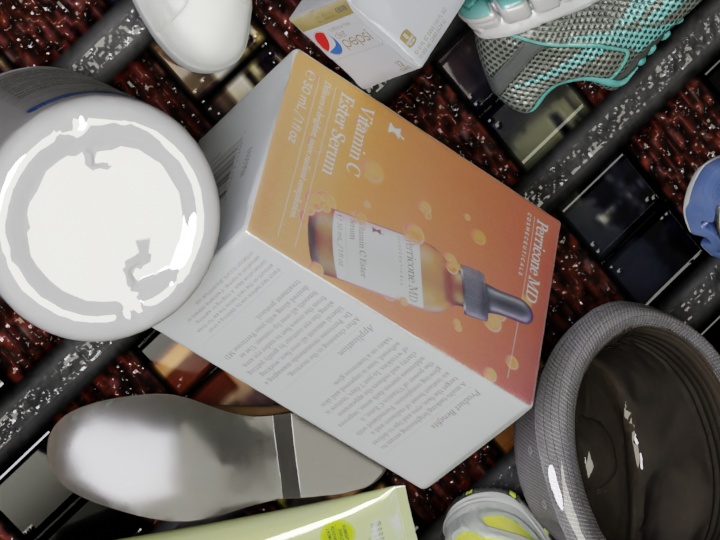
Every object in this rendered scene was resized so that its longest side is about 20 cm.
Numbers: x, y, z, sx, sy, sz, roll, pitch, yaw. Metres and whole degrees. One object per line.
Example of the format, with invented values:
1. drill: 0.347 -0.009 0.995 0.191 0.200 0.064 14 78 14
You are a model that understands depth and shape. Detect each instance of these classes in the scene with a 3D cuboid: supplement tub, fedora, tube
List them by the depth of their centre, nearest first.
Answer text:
1. supplement tub: -0.160 -0.041 1.492 0.131 0.200 0.133 -3 100 -16
2. tube: -0.064 0.170 1.602 0.199 0.058 0.052 -10 77 4
3. fedora: 0.160 0.122 1.662 0.177 0.090 0.201 -26 94 -37

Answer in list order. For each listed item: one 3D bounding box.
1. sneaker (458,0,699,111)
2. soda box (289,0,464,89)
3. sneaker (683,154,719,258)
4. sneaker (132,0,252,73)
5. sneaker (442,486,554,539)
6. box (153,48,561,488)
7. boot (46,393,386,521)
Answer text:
1. sneaker: 0.156 -0.156 1.642 0.199 0.078 0.092 -17 120 -10
2. soda box: 0.044 -0.202 1.565 0.064 0.068 0.200 41 65 -19
3. sneaker: 0.296 0.008 1.688 0.199 0.115 0.081 36 88 -19
4. sneaker: -0.100 -0.206 1.546 0.073 0.085 0.201 -16 105 -16
5. sneaker: 0.119 0.226 1.679 0.200 0.076 0.075 44 116 -13
6. box: 0.000 0.000 1.561 0.200 0.153 0.106 31 134 -20
7. boot: -0.087 0.108 1.607 0.199 0.075 0.074 0 91 -11
